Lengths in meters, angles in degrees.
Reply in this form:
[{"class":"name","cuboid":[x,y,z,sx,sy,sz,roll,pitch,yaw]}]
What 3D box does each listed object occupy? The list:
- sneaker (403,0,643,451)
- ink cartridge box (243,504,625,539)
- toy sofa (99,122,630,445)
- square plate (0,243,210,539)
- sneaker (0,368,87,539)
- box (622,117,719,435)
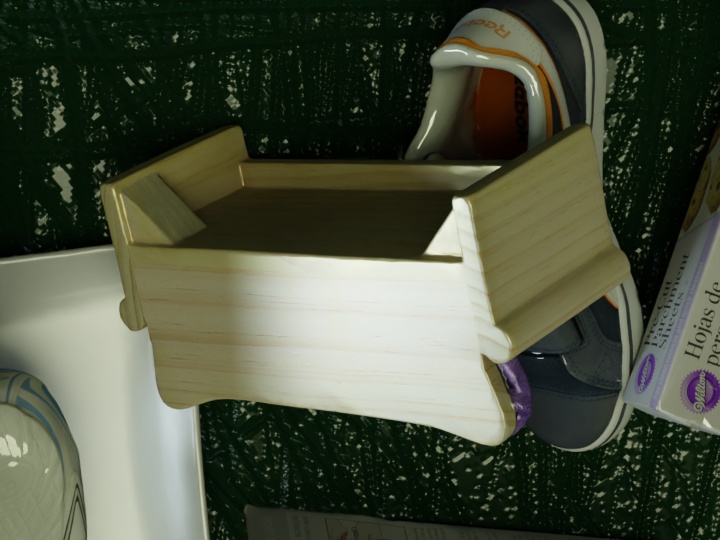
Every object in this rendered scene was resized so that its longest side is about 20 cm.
[{"class":"sneaker","cuboid":[0.062,-0.013,0.939,0.078,0.079,0.201,4,110,39]},{"class":"ink cartridge box","cuboid":[0.051,0.158,0.968,0.199,0.161,0.050,4,107,-7]},{"class":"toy sofa","cuboid":[0.000,0.000,0.887,0.199,0.083,0.098,2,113,40]},{"class":"square plate","cuboid":[-0.163,0.094,0.970,0.197,0.028,0.201,-5,95,-7]},{"class":"sneaker","cuboid":[-0.144,0.136,0.933,0.071,0.073,0.201,5,109,1]},{"class":"box","cuboid":[0.163,-0.032,0.938,0.039,0.041,0.201,20,88,-14]}]
